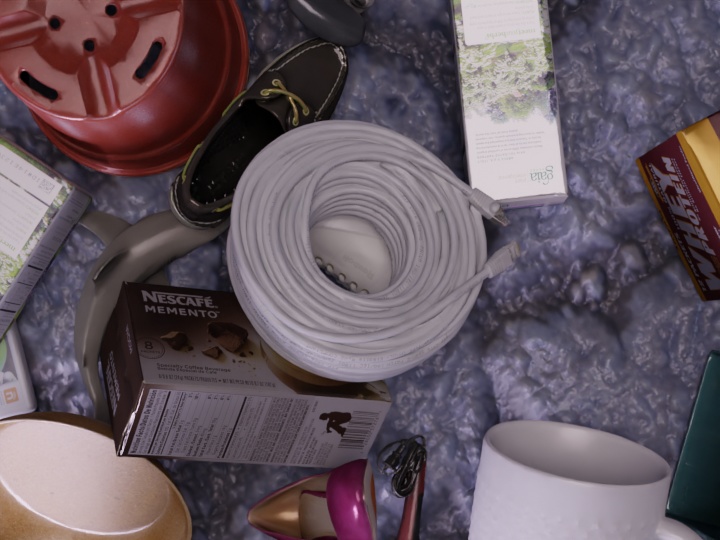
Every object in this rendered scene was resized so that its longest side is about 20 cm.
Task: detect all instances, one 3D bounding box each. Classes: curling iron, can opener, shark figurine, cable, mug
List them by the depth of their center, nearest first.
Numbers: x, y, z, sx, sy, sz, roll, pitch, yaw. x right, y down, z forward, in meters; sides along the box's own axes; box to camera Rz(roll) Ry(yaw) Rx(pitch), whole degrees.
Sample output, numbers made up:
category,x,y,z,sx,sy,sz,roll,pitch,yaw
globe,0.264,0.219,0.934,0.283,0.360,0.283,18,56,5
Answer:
category,x,y,z,sx,sy,sz,roll,pitch,yaw
cable,-0.004,-0.017,1.052,0.200,0.069,0.200,43,64,4
mug,0.177,0.230,1.074,0.198,0.147,0.178,13,102,21
can opener,-0.075,-0.252,1.117,0.198,0.053,0.067,26,51,-13
shark figurine,-0.202,0.030,1.128,0.127,0.090,0.217,21,87,3
curling iron,0.028,0.234,1.143,0.049,0.025,0.203,5,92,-36

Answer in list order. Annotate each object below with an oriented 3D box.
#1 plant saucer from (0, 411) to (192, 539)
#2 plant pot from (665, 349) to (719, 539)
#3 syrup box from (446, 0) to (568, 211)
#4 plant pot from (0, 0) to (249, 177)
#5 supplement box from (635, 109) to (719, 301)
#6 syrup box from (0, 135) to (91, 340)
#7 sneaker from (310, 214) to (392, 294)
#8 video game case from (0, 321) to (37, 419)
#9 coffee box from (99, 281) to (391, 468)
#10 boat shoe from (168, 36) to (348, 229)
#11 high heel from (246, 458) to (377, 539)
category,x,y,z,sx,sy,sz,roll,pitch,yaw
plant saucer,-0.225,0.173,1.100,0.197,0.202,0.036,13,44,1
plant pot,0.369,0.163,1.093,0.197,0.141,0.143,17,88,-6
syrup box,0.117,-0.151,1.130,0.078,0.081,0.203,-6,88,2
plant pot,-0.194,-0.181,1.075,0.198,0.195,0.204,0,90,1
supplement box,0.342,-0.080,1.067,0.198,0.197,0.134,-26,88,0
syrup box,-0.304,0.001,1.101,0.078,0.081,0.201,32,87,1
sneaker,0.000,0.000,1.130,0.197,0.073,0.086,13,86,0
video game case,-0.381,0.043,1.160,0.179,0.023,0.203,-15,88,0
coffee box,-0.090,0.082,1.066,0.197,0.114,0.080,7,127,-23
boat shoe,-0.074,-0.115,1.125,0.072,0.061,0.202,42,76,-7
high heel,-0.039,0.181,1.064,0.094,0.200,0.068,-2,82,-6
